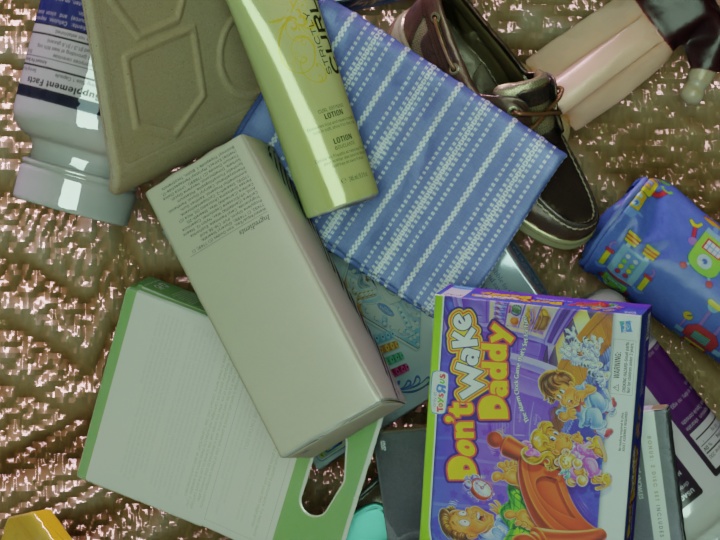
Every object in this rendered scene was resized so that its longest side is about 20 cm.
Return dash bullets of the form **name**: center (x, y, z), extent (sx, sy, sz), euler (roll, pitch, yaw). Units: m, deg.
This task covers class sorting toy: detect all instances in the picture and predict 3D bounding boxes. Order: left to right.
- **sorting toy**: center (-0.112, -0.169, 1.569), extent (0.036, 0.185, 0.201), euler (21, 126, 38)

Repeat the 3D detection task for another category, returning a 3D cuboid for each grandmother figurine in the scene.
- **grandmother figurine**: center (0.201, -0.168, 1.627), extent (0.200, 0.061, 0.121), euler (-38, 96, 5)

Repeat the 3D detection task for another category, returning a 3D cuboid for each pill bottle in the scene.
- **pill bottle**: center (-0.173, -0.136, 1.618), extent (0.111, 0.111, 0.201), euler (15, 92, 3)
- **pill bottle**: center (0.185, 0.119, 1.604), extent (0.112, 0.112, 0.200), euler (-37, 89, 3)

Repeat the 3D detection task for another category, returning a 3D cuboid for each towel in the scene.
- **towel**: center (0.018, -0.072, 1.580), extent (0.200, 0.024, 0.145), euler (34, 102, 9)

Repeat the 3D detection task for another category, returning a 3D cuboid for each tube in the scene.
- **tube**: center (-0.044, -0.135, 1.548), extent (0.052, 0.058, 0.201), euler (-19, 90, 12)

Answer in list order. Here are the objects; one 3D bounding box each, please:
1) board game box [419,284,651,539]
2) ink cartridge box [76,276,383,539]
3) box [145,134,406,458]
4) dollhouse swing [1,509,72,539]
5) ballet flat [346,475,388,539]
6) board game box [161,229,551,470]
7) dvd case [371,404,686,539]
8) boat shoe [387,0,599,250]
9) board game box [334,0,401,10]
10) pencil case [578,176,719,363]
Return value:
- **board game box**: center (0.111, 0.117, 1.524), extent (0.134, 0.045, 0.201), euler (5, 99, 15)
- **ink cartridge box**: center (-0.083, 0.106, 1.617), extent (0.199, 0.048, 0.146), euler (20, 105, 13)
- **box**: center (-0.054, 0.017, 1.542), extent (0.082, 0.068, 0.200), euler (-29, 79, 11)
- **dollhouse swing**: center (-0.151, 0.273, 1.624), extent (0.181, 0.176, 0.200), euler (4, 124, -26)
- **ballet flat**: center (0.032, 0.160, 1.630), extent (0.200, 0.068, 0.068), euler (-28, 93, 12)
- **board game box**: center (0.000, 0.000, 1.629), extent (0.199, 0.043, 0.200), euler (-33, 89, 15)
- **dvd case**: center (0.114, 0.170, 1.565), extent (0.199, 0.016, 0.149), euler (-6, 98, 16)
- **boat shoe**: center (0.099, -0.106, 1.586), extent (0.072, 0.072, 0.200), euler (-27, 79, -40)
- **board game box**: center (0.066, -0.263, 1.631), extent (0.199, 0.035, 0.136), euler (-11, 83, 6)
- **pencil case**: center (0.249, 0.014, 1.616), extent (0.200, 0.078, 0.087), euler (33, 72, 2)
